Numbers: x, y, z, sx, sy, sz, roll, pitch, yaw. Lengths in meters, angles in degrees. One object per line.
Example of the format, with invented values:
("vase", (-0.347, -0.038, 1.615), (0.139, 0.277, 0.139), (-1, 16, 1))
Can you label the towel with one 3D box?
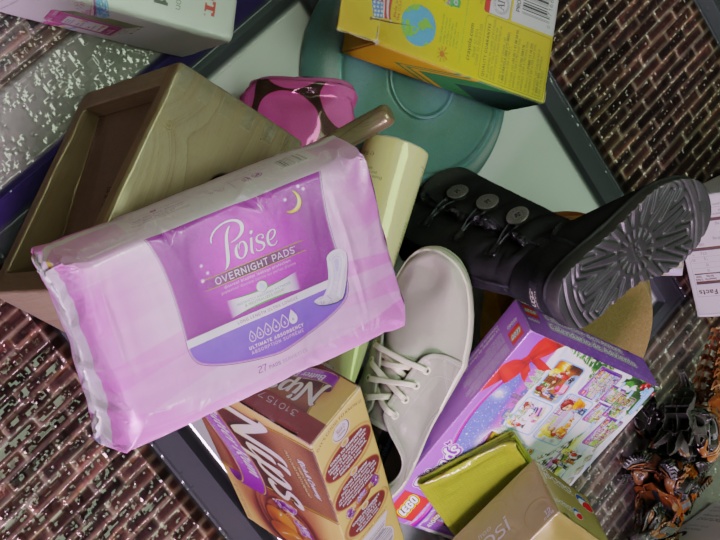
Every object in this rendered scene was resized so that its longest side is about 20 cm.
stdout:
("towel", (0.121, 0.207, 1.129), (0.086, 0.018, 0.201), (-29, 129, 5))

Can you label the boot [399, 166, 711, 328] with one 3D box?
("boot", (0.137, -0.038, 1.078), (0.164, 0.199, 0.066), (-30, 118, -26))

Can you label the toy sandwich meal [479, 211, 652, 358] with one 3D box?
("toy sandwich meal", (0.157, 0.049, 1.164), (0.204, 0.070, 0.207), (-20, 127, -29))

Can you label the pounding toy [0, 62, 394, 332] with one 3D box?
("pounding toy", (-0.112, -0.044, 0.942), (0.142, 0.184, 0.201), (31, 73, -28))

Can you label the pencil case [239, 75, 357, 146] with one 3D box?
("pencil case", (-0.058, -0.042, 1.040), (0.093, 0.091, 0.202), (7, 82, 5))

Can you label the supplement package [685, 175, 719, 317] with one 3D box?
("supplement package", (0.400, -0.045, 1.271), (0.199, 0.155, 0.112), (-22, 100, -44))

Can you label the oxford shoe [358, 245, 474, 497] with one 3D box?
("oxford shoe", (0.030, 0.080, 1.045), (0.058, 0.075, 0.202), (-4, 115, -64))

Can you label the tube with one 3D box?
("tube", (0.000, 0.000, 1.068), (0.058, 0.051, 0.202), (35, 70, -73))

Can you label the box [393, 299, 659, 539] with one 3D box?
("box", (0.115, 0.127, 1.103), (0.136, 0.039, 0.200), (23, 117, -30))

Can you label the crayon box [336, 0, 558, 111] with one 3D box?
("crayon box", (0.062, -0.212, 1.106), (0.199, 0.051, 0.128), (15, 81, -32))

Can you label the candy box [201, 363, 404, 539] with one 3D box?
("candy box", (-0.042, 0.127, 0.971), (0.057, 0.116, 0.201), (-48, 148, -23))

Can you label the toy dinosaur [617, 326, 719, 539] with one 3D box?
("toy dinosaur", (0.274, 0.145, 1.262), (0.136, 0.101, 0.202), (38, 51, -42))

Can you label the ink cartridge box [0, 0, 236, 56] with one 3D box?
("ink cartridge box", (-0.179, -0.239, 0.962), (0.199, 0.084, 0.146), (10, 83, -34))

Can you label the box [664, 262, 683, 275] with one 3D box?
("box", (0.194, -0.024, 1.226), (0.198, 0.041, 0.039), (7, 85, -34))

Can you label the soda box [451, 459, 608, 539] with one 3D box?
("soda box", (0.092, 0.241, 1.079), (0.064, 0.068, 0.200), (36, 106, -26))

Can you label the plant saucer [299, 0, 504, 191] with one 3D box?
("plant saucer", (0.043, -0.151, 1.139), (0.199, 0.027, 0.202), (1, 89, -32))

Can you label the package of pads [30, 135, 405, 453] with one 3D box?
("package of pads", (-0.080, 0.010, 0.834), (0.199, 0.075, 0.122), (-23, 108, -25))

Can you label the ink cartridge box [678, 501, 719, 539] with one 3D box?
("ink cartridge box", (0.301, 0.286, 1.226), (0.199, 0.146, 0.085), (-26, 101, -31))
